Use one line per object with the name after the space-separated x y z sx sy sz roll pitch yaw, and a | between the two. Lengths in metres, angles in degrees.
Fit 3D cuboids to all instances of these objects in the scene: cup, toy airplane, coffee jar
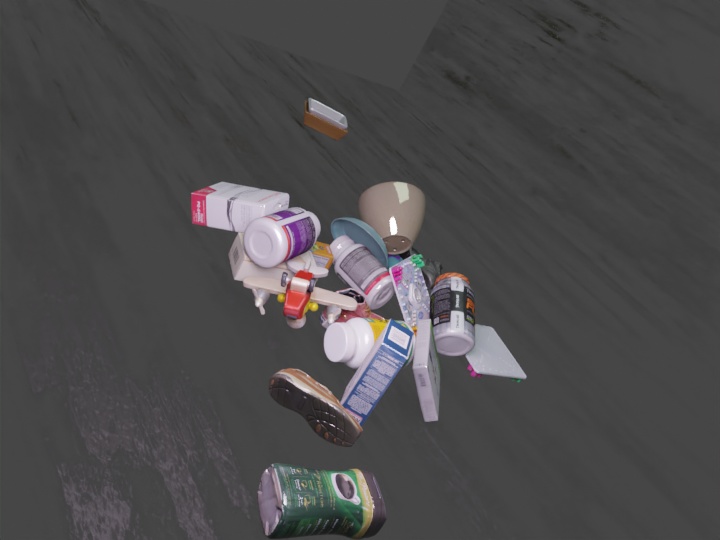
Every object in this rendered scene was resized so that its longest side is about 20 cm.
0.093 -0.132 1.695 0.199 0.200 0.145 16 54 -29 | cup
-0.136 0.057 1.330 0.198 0.143 0.199 -4 21 -44 | toy airplane
-0.057 0.367 0.948 0.198 0.086 0.105 15 28 -29 | coffee jar

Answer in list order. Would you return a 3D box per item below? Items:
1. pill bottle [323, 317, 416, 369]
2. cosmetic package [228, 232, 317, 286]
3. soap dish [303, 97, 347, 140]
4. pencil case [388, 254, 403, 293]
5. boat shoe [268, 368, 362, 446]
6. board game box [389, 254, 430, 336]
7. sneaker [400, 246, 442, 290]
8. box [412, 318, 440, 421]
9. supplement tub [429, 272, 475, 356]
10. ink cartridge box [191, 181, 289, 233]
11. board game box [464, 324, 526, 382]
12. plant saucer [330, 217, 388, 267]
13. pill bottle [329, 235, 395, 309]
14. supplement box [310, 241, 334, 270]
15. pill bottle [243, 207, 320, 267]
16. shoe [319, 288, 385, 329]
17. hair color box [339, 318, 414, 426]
0.020 0.164 1.343 0.198 0.113 0.113 8 35 -39 | pill bottle
-0.208 -0.014 1.443 0.198 0.073 0.104 13 32 -32 | cosmetic package
-0.155 -0.641 2.547 0.198 0.082 0.158 22 28 -19 | soap dish
0.087 -0.019 1.755 0.092 0.086 0.201 6 36 -40 | pencil case
-0.079 0.249 1.138 0.199 0.076 0.074 37 24 7 | boat shoe
0.152 0.067 1.607 0.200 0.026 0.202 -26 99 -62 | board game box
0.183 -0.021 1.875 0.114 0.076 0.200 -4 47 -52 | sneaker
0.154 0.224 1.370 0.036 0.146 0.200 -7 24 14 | box
0.244 0.114 1.593 0.122 0.123 0.202 22 51 -19 | supplement tub
-0.296 -0.155 1.490 0.198 0.084 0.145 12 22 17 | ink cartridge box
0.341 0.224 1.668 0.198 0.026 0.201 13 33 -34 | board game box
0.005 -0.078 1.660 0.199 0.200 0.036 38 65 11 | plant saucer
0.000 0.000 1.599 0.200 0.111 0.110 46 30 25 | pill bottle
-0.170 -0.050 1.551 0.198 0.069 0.067 16 31 -33 | supplement box
-0.174 -0.082 1.389 0.112 0.113 0.200 38 28 12 | pill bottle
0.003 0.104 1.448 0.198 0.091 0.072 12 32 -34 | shoe
0.029 0.205 1.184 0.060 0.201 0.100 31 27 0 | hair color box
